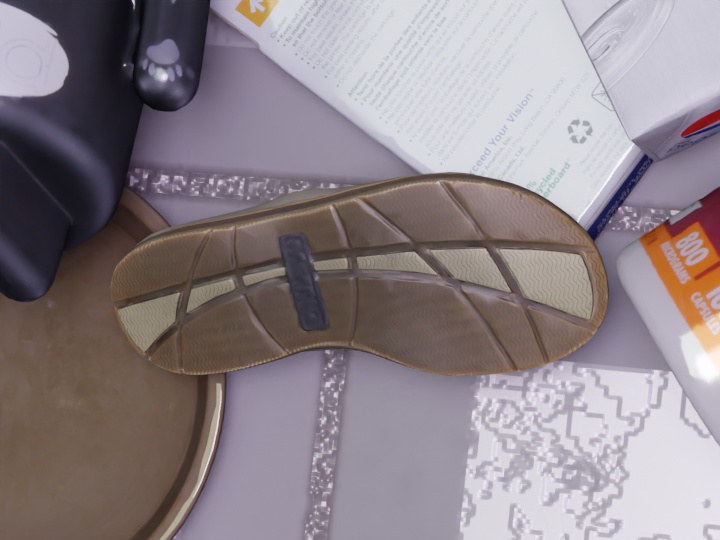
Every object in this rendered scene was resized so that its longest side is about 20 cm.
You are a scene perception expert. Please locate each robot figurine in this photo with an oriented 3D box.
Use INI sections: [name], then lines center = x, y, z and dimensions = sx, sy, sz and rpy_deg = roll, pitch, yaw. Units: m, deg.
[robot figurine]
center = -0.143, -0.084, 1.062
dimensions = 0.150, 0.125, 0.200
rpy_deg = 15, 59, -9

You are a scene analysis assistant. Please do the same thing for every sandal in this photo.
[sandal]
center = 0.000, 0.000, 1.052
dimensions = 0.200, 0.054, 0.080
rpy_deg = -5, 106, 19

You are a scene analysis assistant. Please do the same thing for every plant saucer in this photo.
[plant saucer]
center = -0.148, 0.050, 1.114
dimensions = 0.200, 0.029, 0.200
rpy_deg = -2, 83, 15

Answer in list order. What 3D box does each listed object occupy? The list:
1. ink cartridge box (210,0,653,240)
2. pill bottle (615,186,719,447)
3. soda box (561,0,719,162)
[ink cartridge box]
center = 0.062, -0.134, 1.075
dimensions = 0.200, 0.043, 0.196
rpy_deg = 38, 95, 16
[pill bottle]
center = 0.206, -0.011, 0.985
dimensions = 0.200, 0.114, 0.114
rpy_deg = -33, 76, 8
[soda box]
center = 0.095, -0.145, 1.014
dimensions = 0.068, 0.063, 0.200
rpy_deg = -26, 79, 11
